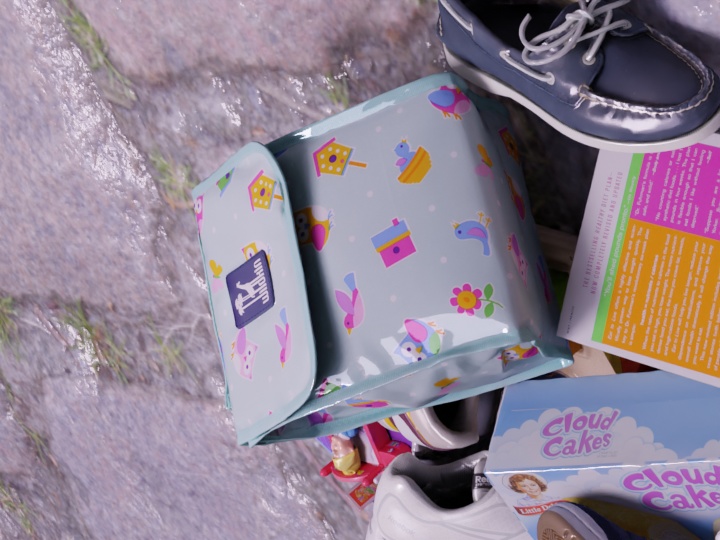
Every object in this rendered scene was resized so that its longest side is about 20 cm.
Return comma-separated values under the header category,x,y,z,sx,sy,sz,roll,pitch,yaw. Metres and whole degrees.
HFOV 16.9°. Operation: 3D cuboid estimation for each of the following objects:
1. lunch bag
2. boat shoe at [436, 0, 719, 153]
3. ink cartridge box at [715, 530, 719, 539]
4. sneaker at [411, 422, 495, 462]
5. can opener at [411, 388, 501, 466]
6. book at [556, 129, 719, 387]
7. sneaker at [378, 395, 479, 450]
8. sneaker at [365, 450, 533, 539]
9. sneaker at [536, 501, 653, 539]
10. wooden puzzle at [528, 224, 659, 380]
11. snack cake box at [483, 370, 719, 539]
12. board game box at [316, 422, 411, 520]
category,x,y,z,sx,sy,sz,roll,pitch,yaw
lunch bag,0.000,0.000,1.394,0.200,0.122,0.171,-18,75,18
boat shoe,0.116,-0.123,1.316,0.200,0.075,0.062,32,155,44
ink cartridge box,0.262,0.201,1.250,0.200,0.044,0.174,47,132,10
sneaker,0.085,0.174,1.641,0.200,0.070,0.082,56,145,-3
can opener,0.057,0.135,1.562,0.067,0.053,0.200,-1,91,16
book,0.206,-0.004,1.294,0.200,0.048,0.134,18,103,43
sneaker,0.046,0.010,1.480,0.090,0.075,0.200,18,117,59
sneaker,0.104,0.154,1.492,0.200,0.075,0.081,2,122,-1
sneaker,0.198,0.183,1.354,0.200,0.108,0.070,44,153,13
wooden puzzle,0.145,0.066,1.483,0.185,0.046,0.200,17,134,43
snack cake box,0.186,0.115,1.374,0.200,0.067,0.115,-7,139,32
board game box,-0.009,0.110,1.725,0.200,0.039,0.158,43,147,15
